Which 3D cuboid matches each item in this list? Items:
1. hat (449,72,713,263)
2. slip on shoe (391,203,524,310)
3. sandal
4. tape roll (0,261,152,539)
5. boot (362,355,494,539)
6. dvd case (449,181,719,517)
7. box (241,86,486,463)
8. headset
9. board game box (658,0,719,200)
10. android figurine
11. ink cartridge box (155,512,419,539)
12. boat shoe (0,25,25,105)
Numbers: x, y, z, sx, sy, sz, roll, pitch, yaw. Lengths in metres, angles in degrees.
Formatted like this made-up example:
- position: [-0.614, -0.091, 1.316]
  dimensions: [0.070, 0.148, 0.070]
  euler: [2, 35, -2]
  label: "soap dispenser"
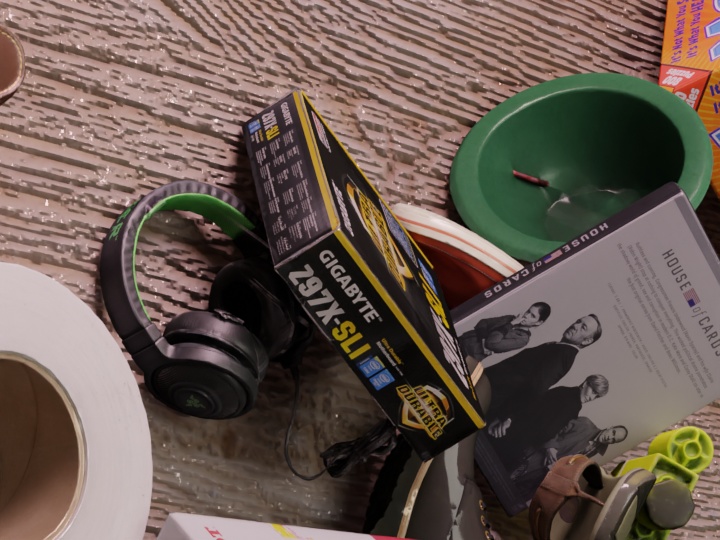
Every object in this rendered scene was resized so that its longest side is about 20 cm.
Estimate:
- position: [0.166, -0.021, 1.815]
  dimensions: [0.200, 0.166, 0.176]
  euler: [-24, 141, -11]
  label: "hat"
- position: [0.087, 0.028, 1.729]
  dimensions: [0.200, 0.074, 0.061]
  euler: [44, 81, -27]
  label: "slip on shoe"
- position: [0.129, 0.147, 1.630]
  dimensions: [0.057, 0.201, 0.080]
  euler: [30, 84, -6]
  label: "sandal"
- position: [-0.204, 0.099, 1.386]
  dimensions: [0.202, 0.071, 0.203]
  euler: [14, 71, -46]
  label: "tape roll"
- position: [0.072, 0.167, 1.632]
  dimensions: [0.138, 0.077, 0.200]
  euler: [28, 70, -6]
  label: "boot"
- position: [0.147, 0.053, 1.707]
  dimensions: [0.150, 0.200, 0.025]
  euler: [59, 2, -28]
  label: "dvd case"
- position: [0.000, 0.000, 1.571]
  dimensions: [0.160, 0.049, 0.200]
  euler: [55, 9, -26]
  label: "box"
- position: [-0.062, 0.036, 1.539]
  dimensions: [0.200, 0.094, 0.124]
  euler: [54, 46, -10]
  label: "headset"
- position: [0.351, -0.137, 1.915]
  dimensions: [0.200, 0.200, 0.200]
  euler: [55, 26, -24]
  label: "board game box"
- position: [0.163, 0.181, 1.698]
  dimensions: [0.041, 0.200, 0.182]
  euler: [29, 79, -1]
  label: "android figurine"
- position: [-0.029, 0.235, 1.450]
  dimensions: [0.200, 0.145, 0.145]
  euler: [13, 113, -43]
  label: "ink cartridge box"
- position: [-0.248, -0.110, 1.388]
  dimensions: [0.200, 0.067, 0.072]
  euler: [1, 80, -48]
  label: "boat shoe"
